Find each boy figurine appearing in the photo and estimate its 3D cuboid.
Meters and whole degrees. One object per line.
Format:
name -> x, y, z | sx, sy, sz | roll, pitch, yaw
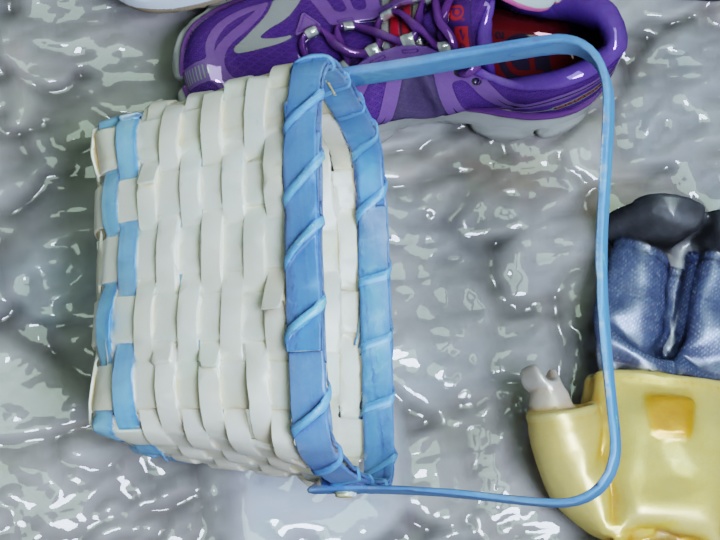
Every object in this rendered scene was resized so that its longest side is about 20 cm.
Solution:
boy figurine -> 0.124, 0.071, 0.766 | 0.123, 0.064, 0.202 | 15, 70, -13

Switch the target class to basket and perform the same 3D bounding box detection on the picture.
basket -> 0.000, 0.000, 0.698 | 0.198, 0.139, 0.178 | -2, 78, 16

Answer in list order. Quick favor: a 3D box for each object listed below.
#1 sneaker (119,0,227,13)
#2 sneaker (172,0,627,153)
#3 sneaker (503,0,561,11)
sneaker -> -0.030, -0.193, 0.750 | 0.199, 0.113, 0.071 | -35, 64, -13
sneaker -> 0.019, -0.098, 0.768 | 0.198, 0.083, 0.081 | -7, 78, -15
sneaker -> 0.102, -0.200, 0.758 | 0.081, 0.088, 0.201 | 29, 54, -5
